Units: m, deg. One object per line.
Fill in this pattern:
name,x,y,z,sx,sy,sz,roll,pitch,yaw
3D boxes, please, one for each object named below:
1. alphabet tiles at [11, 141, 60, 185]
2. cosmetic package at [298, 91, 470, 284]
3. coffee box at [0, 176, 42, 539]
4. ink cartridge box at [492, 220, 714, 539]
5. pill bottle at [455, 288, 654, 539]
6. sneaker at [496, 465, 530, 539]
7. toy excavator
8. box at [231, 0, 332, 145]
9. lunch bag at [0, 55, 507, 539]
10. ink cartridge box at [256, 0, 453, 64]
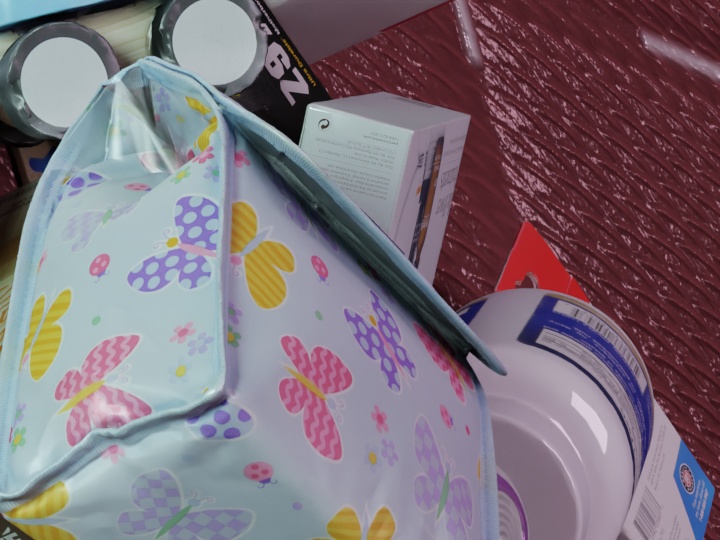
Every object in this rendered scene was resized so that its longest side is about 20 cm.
alphabet tiles,-0.097,-0.046,1.237,0.200,0.006,0.167,1,67,-58
cosmetic package,0.000,0.000,1.182,0.200,0.052,0.151,-31,136,-79
coffee box,-0.114,0.048,1.030,0.080,0.114,0.200,47,33,-29
ink cartridge box,0.106,0.087,1.405,0.200,0.067,0.116,55,30,-18
pill bottle,0.064,0.083,1.166,0.120,0.120,0.200,63,15,-4
sneaker,-0.008,0.161,1.002,0.075,0.100,0.200,48,59,-30
toy excavator,-0.091,-0.167,1.095,0.100,0.194,0.200,-174,-111,-73
box,-0.103,-0.114,1.222,0.200,0.049,0.160,55,27,-10
lunch bag,-0.034,0.032,0.936,0.170,0.127,0.200,46,28,-34
ink cartridge box,-0.023,-0.223,1.343,0.083,0.146,0.200,21,51,-59
